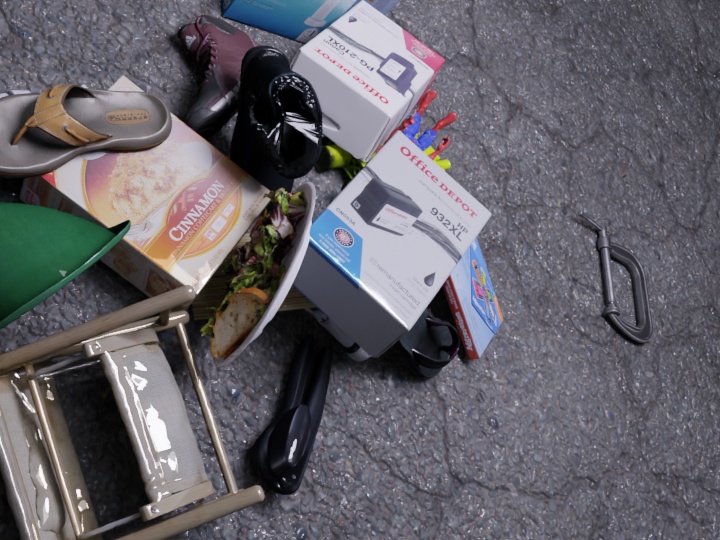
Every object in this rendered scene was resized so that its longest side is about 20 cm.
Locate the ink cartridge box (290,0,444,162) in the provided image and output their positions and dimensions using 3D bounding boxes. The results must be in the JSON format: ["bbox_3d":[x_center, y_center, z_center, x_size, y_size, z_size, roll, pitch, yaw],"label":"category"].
[{"bbox_3d":[0.004,-0.253,1.149,0.144,0.084,0.200,36,42,1],"label":"ink cartridge box"}]

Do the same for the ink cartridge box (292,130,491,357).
[{"bbox_3d":[0.029,-0.032,0.938,0.145,0.084,0.200,41,53,-2],"label":"ink cartridge box"}]

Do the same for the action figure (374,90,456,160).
[{"bbox_3d":[0.083,-0.180,1.125,0.065,0.099,0.200,44,46,-9],"label":"action figure"}]

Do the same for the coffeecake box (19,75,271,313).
[{"bbox_3d":[-0.215,-0.076,0.897,0.200,0.073,0.154,38,55,-7],"label":"coffeecake box"}]

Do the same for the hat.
[{"bbox_3d":[-0.325,-0.051,0.735,0.200,0.165,0.176,-40,107,-20],"label":"hat"}]

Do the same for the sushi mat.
[{"bbox_3d":[-0.090,0.000,0.963,0.199,0.012,0.096,-6,71,-8],"label":"sushi mat"}]

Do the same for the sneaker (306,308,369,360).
[{"bbox_3d":[0.000,0.000,1.048,0.115,0.075,0.201,39,50,-19],"label":"sneaker"}]

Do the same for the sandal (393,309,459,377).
[{"bbox_3d":[0.084,0.086,1.045,0.200,0.048,0.076,38,65,-63],"label":"sandal"}]

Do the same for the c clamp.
[{"bbox_3d":[0.418,0.018,1.429,0.170,0.027,0.201,20,55,-37],"label":"c clamp"}]

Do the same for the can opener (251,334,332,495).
[{"bbox_3d":[-0.063,0.151,0.944,0.063,0.078,0.200,46,34,-22],"label":"can opener"}]

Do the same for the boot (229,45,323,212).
[{"bbox_3d":[-0.093,-0.130,0.940,0.076,0.201,0.168,-3,28,-15],"label":"boot"}]

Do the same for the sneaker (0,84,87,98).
[{"bbox_3d":[-0.358,-0.159,0.846,0.115,0.075,0.200,52,50,-9],"label":"sneaker"}]

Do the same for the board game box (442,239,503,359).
[{"bbox_3d":[0.136,0.005,1.151,0.103,0.019,0.201,-45,120,-49],"label":"board game box"}]

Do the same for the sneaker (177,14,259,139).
[{"bbox_3d":[-0.185,-0.236,1.039,0.115,0.076,0.200,41,39,-7],"label":"sneaker"}]

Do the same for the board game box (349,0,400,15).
[{"bbox_3d":[-0.013,-0.439,1.185,0.199,0.200,0.041,29,51,-26],"label":"board game box"}]

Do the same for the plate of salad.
[{"bbox_3d":[-0.104,-0.002,0.851,0.048,0.200,0.201,27,53,-17],"label":"plate of salad"}]

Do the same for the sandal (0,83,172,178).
[{"bbox_3d":[-0.265,-0.139,0.820,0.199,0.055,0.082,-12,76,-33],"label":"sandal"}]

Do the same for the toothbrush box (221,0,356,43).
[{"bbox_3d":[-0.070,-0.394,1.115,0.146,0.200,0.086,8,64,-35],"label":"toothbrush box"}]

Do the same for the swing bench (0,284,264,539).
[{"bbox_3d":[-0.215,0.144,0.768,0.199,0.130,0.200,-17,80,-18],"label":"swing bench"}]

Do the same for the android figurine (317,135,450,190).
[{"bbox_3d":[0.039,-0.142,1.167,0.199,0.041,0.182,-16,63,-40],"label":"android figurine"}]
